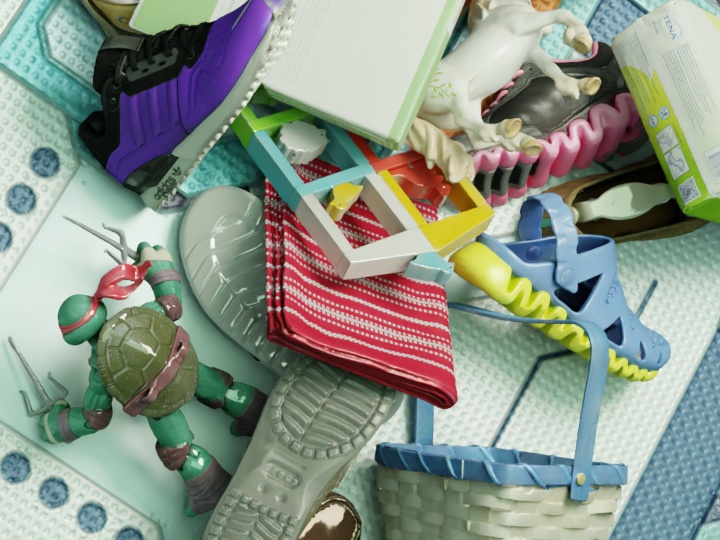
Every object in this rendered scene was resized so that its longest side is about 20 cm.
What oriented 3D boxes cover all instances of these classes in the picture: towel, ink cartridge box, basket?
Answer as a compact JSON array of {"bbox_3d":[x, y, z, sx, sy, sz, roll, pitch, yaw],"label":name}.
[{"bbox_3d":[0.000,0.000,1.668,0.145,0.022,0.200,23,38,-23],"label":"towel"},{"bbox_3d":[-0.036,-0.187,1.666,0.200,0.048,0.146,23,86,4],"label":"ink cartridge box"},{"bbox_3d":[0.093,0.126,1.680,0.139,0.176,0.200,-1,96,-38],"label":"basket"}]

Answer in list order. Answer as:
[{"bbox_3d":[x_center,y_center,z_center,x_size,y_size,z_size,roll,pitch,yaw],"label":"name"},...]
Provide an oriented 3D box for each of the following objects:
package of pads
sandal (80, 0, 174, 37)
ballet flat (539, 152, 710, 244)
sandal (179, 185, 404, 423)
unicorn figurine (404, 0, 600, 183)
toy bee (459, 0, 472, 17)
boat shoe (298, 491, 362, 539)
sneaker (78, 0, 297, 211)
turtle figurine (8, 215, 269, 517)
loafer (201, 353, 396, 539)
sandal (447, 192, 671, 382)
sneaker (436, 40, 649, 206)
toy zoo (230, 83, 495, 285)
[{"bbox_3d":[0.272,-0.106,1.773,0.200,0.068,0.155,13,51,-55],"label":"package of pads"},{"bbox_3d":[-0.149,-0.196,1.680,0.200,0.054,0.080,44,69,-12],"label":"sandal"},{"bbox_3d":[0.217,-0.056,1.807,0.200,0.072,0.068,-13,89,-25],"label":"ballet flat"},{"bbox_3d":[-0.053,0.032,1.693,0.082,0.050,0.203,-39,86,-8],"label":"sandal"},{"bbox_3d":[0.100,-0.146,1.716,0.200,0.137,0.074,-32,132,-29],"label":"unicorn figurine"},{"bbox_3d":[0.018,-0.258,1.732,0.200,0.109,0.131,23,74,-20],"label":"toy bee"},{"bbox_3d":[-0.060,0.231,1.645,0.075,0.075,0.202,43,69,-12],"label":"boat shoe"},{"bbox_3d":[-0.125,-0.128,1.615,0.100,0.200,0.070,37,38,-6],"label":"sneaker"},{"bbox_3d":[-0.149,0.065,1.620,0.200,0.101,0.150,44,82,-24],"label":"turtle figurine"},{"bbox_3d":[-0.046,0.125,1.628,0.075,0.070,0.200,36,69,1],"label":"loafer"},{"bbox_3d":[0.158,0.012,1.743,0.200,0.079,0.087,33,90,-37],"label":"sandal"},{"bbox_3d":[0.122,-0.112,1.786,0.200,0.079,0.095,-20,69,-25],"label":"sneaker"},{"bbox_3d":[0.003,-0.067,1.682,0.131,0.020,0.200,-20,62,-36],"label":"toy zoo"}]
